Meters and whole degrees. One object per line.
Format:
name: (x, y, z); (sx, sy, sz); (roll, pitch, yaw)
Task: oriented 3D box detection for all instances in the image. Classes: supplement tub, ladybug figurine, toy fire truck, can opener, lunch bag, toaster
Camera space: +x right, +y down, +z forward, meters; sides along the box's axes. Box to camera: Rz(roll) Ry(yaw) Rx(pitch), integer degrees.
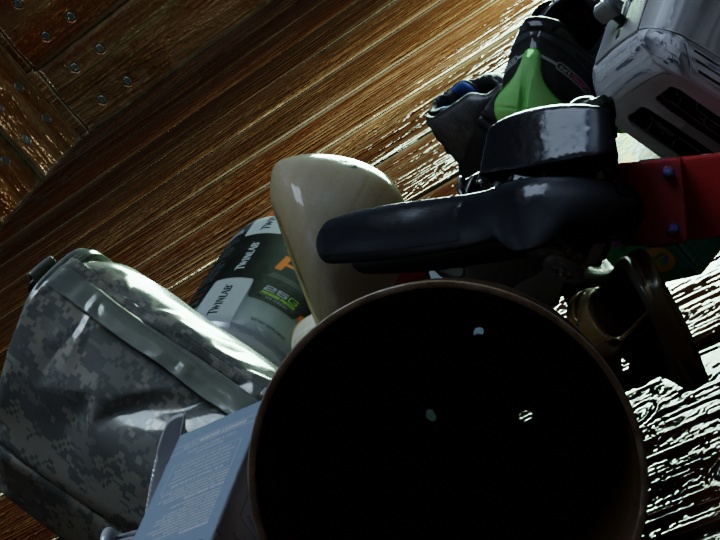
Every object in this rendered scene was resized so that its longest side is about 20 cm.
supplement tub: (-0.070, 0.039, 1.427); (0.122, 0.123, 0.200); (-30, 19, 33)
ladybug figurine: (0.000, 0.000, 1.101); (0.071, 0.137, 0.200); (-22, -25, -3)
toy fire truck: (0.224, -0.040, 0.933); (0.198, 0.049, 0.141); (-5, 2, 8)
can opener: (0.059, -0.024, 0.934); (0.199, 0.063, 0.079); (-16, 59, 47)
lunch bag: (-0.118, 0.093, 1.106); (0.139, 0.199, 0.168); (-46, -19, -31)
toaster: (0.228, -0.120, 1.062); (0.130, 0.199, 0.114); (-61, 11, -20)

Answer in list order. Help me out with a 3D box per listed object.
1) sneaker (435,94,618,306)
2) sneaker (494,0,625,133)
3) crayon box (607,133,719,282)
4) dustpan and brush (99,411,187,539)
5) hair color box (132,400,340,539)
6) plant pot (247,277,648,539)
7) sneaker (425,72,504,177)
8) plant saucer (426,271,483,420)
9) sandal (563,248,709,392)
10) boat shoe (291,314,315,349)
sneaker: (0.088, -0.032, 0.992); (0.200, 0.078, 0.075); (119, 158, -64)
sneaker: (0.144, -0.129, 1.139); (0.076, 0.085, 0.200); (11, 14, 20)
crayon box: (0.214, -0.075, 1.174); (0.200, 0.058, 0.118); (-49, 16, -26)
dustpan and brush: (-0.120, 0.190, 1.006); (0.057, 0.201, 0.140); (2, 43, 6)
hair color box: (-0.064, 0.162, 0.883); (0.060, 0.099, 0.200); (-24, 22, 21)
plant pot: (0.051, 0.082, 0.945); (0.186, 0.187, 0.200); (-37, 3, 12)
sneaker: (0.087, -0.070, 1.270); (0.073, 0.112, 0.200); (-44, -7, -28)
plant saucer: (0.037, 0.067, 1.173); (0.201, 0.039, 0.202); (-40, 33, 33)
sandal: (0.138, 0.032, 1.013); (0.054, 0.081, 0.200); (-30, 8, -6)
boat shoe: (0.037, 0.044, 1.272); (0.199, 0.074, 0.070); (-28, 42, 29)
